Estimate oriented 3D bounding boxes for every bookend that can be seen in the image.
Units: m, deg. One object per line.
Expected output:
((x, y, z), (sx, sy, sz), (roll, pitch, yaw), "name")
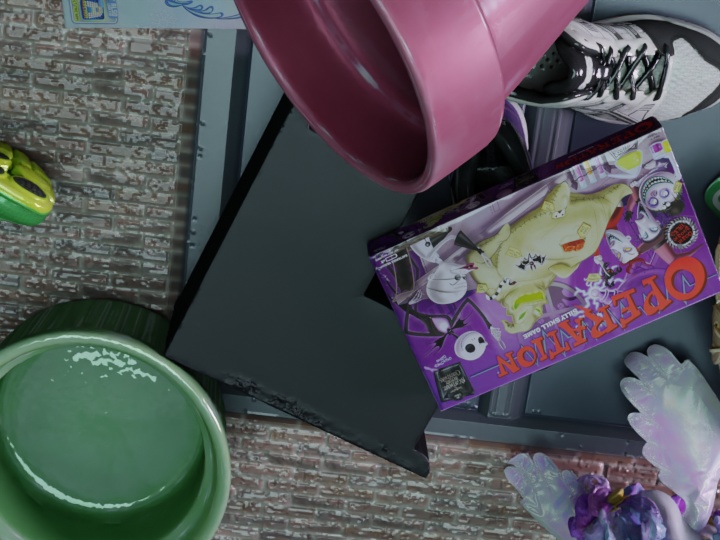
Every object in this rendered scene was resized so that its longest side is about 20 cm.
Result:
((0.000, 0.000, 1.055), (0.197, 0.092, 0.201), (25, 107, -10), "bookend")

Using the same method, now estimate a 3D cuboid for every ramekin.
((-0.185, 0.118, 1.095), (0.198, 0.098, 0.202), (0, 110, 0), "ramekin")

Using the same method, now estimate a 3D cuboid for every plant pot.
((0.044, -0.175, 0.893), (0.179, 0.200, 0.201), (-37, 108, -18), "plant pot")

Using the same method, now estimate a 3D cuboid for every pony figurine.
((0.205, 0.178, 1.087), (0.166, 0.200, 0.193), (-42, 89, 21), "pony figurine")

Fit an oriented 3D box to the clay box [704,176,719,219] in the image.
((0.338, -0.012, 1.073), (0.115, 0.048, 0.200), (-41, 105, 14), "clay box")

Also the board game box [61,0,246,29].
((-0.092, -0.244, 0.962), (0.197, 0.044, 0.201), (2, 128, 1), "board game box")

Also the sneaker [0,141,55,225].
((-0.298, -0.051, 1.051), (0.198, 0.074, 0.084), (8, 108, 7), "sneaker")

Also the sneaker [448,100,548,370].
((0.094, -0.013, 1.051), (0.075, 0.088, 0.202), (-14, 109, 5), "sneaker")

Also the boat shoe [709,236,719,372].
((0.269, 0.052, 1.049), (0.069, 0.073, 0.201), (-44, 131, -24), "boat shoe")

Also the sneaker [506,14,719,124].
((0.148, -0.126, 1.011), (0.198, 0.088, 0.076), (5, 109, -3), "sneaker")

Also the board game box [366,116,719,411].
((0.117, -0.002, 0.996), (0.199, 0.032, 0.121), (-24, 114, 6), "board game box")
